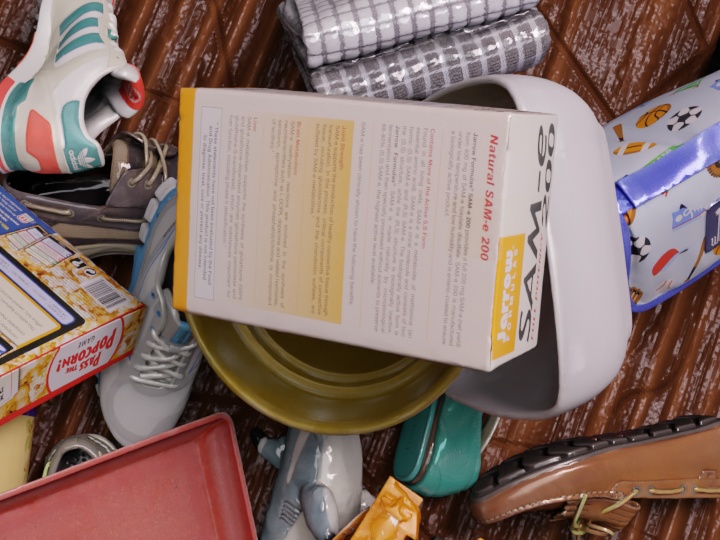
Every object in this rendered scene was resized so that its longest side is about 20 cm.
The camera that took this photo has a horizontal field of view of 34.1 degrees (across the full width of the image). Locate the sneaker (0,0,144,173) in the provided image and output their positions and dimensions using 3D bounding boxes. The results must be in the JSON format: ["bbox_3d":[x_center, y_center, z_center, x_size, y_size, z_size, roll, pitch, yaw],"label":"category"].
[{"bbox_3d":[-0.188,-0.142,0.825,0.092,0.071,0.202,8,52,8],"label":"sneaker"}]

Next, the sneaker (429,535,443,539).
[{"bbox_3d":[0.035,0.293,0.792,0.120,0.084,0.201,35,88,7],"label":"sneaker"}]

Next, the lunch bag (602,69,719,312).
[{"bbox_3d":[0.209,-0.055,0.802,0.168,0.200,0.125,-30,84,-9],"label":"lunch bag"}]

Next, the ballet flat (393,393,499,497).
[{"bbox_3d":[0.076,0.064,0.850,0.069,0.067,0.203,17,79,-26],"label":"ballet flat"}]

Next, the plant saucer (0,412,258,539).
[{"bbox_3d":[-0.153,0.216,0.760,0.198,0.036,0.204,-17,98,-37],"label":"plant saucer"}]

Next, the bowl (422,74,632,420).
[{"bbox_3d":[0.098,-0.017,0.724,0.073,0.200,0.203,-10,92,-17],"label":"bowl"}]

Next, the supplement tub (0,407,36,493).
[{"bbox_3d":[-0.293,0.159,0.761,0.143,0.145,0.204,6,81,-3],"label":"supplement tub"}]

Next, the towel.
[{"bbox_3d":[0.029,-0.173,0.820,0.163,0.200,0.087,-17,114,-1],"label":"towel"}]

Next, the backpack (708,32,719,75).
[{"bbox_3d":[0.350,-0.135,0.836,0.190,0.200,0.154,44,76,10],"label":"backpack"}]

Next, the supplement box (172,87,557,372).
[{"bbox_3d":[-0.001,-0.030,0.633,0.197,0.073,0.128,10,101,27],"label":"supplement box"}]

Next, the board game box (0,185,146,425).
[{"bbox_3d":[-0.253,0.028,0.715,0.151,0.199,0.047,37,125,18],"label":"board game box"}]

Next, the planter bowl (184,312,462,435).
[{"bbox_3d":[-0.009,-0.006,0.739,0.197,0.083,0.204,3,100,16],"label":"planter bowl"}]

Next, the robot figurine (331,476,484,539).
[{"bbox_3d":[0.006,0.243,0.736,0.144,0.058,0.201,32,81,10],"label":"robot figurine"}]

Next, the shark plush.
[{"bbox_3d":[-0.048,0.122,0.827,0.082,0.091,0.204,-12,87,26],"label":"shark plush"}]

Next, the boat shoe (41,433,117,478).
[{"bbox_3d":[-0.188,0.215,0.802,0.071,0.060,0.205,-5,81,-5],"label":"boat shoe"}]

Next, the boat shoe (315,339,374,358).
[{"bbox_3d":[0.000,0.000,0.844,0.074,0.074,0.203,-1,64,10],"label":"boat shoe"}]

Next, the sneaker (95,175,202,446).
[{"bbox_3d":[-0.132,0.039,0.794,0.074,0.087,0.203,10,107,-20],"label":"sneaker"}]

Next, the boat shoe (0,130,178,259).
[{"bbox_3d":[-0.159,-0.055,0.830,0.197,0.074,0.075,-12,55,-6],"label":"boat shoe"}]

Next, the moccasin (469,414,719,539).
[{"bbox_3d":[0.172,0.155,0.830,0.198,0.073,0.079,-7,88,-22],"label":"moccasin"}]
